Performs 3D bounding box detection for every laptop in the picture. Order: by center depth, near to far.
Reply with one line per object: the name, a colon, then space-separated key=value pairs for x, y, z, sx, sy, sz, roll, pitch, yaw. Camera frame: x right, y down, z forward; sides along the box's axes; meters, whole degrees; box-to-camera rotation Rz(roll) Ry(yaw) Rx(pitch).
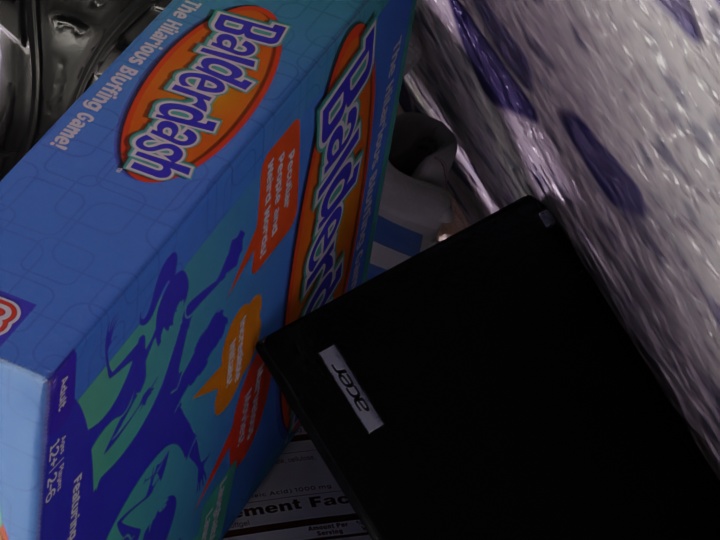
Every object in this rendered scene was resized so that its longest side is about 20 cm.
laptop: x=0.052 y=0.080 z=0.724 sx=0.177 sy=0.103 sz=0.200 roll=59 pitch=171 yaw=4

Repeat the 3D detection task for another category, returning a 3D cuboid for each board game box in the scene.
board game box: x=-0.050 y=0.015 z=0.628 sx=0.045 sy=0.200 sz=0.152 roll=21 pitch=133 yaw=13

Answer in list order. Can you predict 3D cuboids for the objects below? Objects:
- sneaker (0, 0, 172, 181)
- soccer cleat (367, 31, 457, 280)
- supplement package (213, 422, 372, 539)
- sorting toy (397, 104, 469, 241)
sneaker: x=-0.063 y=-0.057 z=0.707 sx=0.074 sy=0.201 sz=0.079 roll=25 pitch=-167 yaw=21
soccer cleat: x=0.000 y=0.000 z=0.818 sx=0.070 sy=0.086 sz=0.200 roll=48 pitch=160 yaw=37
supplement package: x=-0.052 y=0.161 z=0.722 sx=0.200 sy=0.147 sz=0.192 roll=-112 pitch=18 yaw=-52
sorting toy: x=-0.051 y=-0.036 z=0.921 sx=0.200 sy=0.036 sz=0.185 roll=57 pitch=140 yaw=2
